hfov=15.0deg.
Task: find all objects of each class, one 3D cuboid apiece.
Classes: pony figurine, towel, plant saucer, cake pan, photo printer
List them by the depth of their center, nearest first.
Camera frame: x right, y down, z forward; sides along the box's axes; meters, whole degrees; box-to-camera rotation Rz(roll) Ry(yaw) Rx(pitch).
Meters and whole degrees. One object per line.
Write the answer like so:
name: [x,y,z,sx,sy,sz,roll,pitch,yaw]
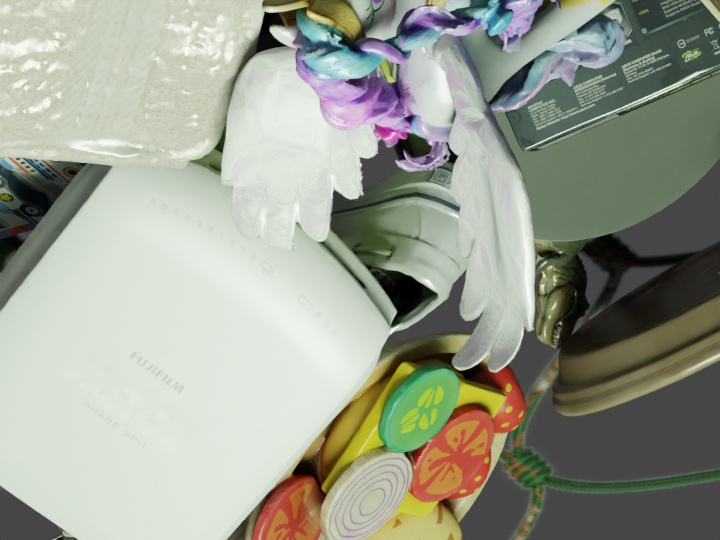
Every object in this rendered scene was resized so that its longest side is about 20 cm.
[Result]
towel: [-0.103,-0.119,1.106,0.132,0.035,0.201,1,134,-17]
pony figurine: [0.030,-0.084,1.108,0.200,0.166,0.194,-38,138,-38]
photo printer: [-0.092,0.037,1.282,0.166,0.070,0.200,36,118,-10]
cake pan: [0.109,-0.097,1.321,0.199,0.037,0.201,-11,125,-16]
plant saucer: [0.182,0.014,1.410,0.199,0.200,0.030,-28,94,15]

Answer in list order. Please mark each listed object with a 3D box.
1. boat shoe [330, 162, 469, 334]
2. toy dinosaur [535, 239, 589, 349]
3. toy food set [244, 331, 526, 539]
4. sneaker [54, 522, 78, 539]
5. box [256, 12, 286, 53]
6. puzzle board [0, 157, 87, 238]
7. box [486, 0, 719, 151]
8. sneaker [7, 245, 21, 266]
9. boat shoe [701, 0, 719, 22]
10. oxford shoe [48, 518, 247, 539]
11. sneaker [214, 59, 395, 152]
boat shoe: [0.000,0.000,1.349,0.073,0.067,0.200,31,157,-9]
toy dinosaur: [0.088,-0.044,1.404,0.088,0.048,0.201,-6,133,-16]
toy food set: [0.013,0.121,1.492,0.198,0.049,0.200,17,109,-55]
sneaker: [-0.116,0.104,1.441,0.075,0.116,0.201,7,131,6]
box: [-0.093,-0.191,1.147,0.199,0.124,0.197,13,132,-26]
puzzle board: [-0.209,-0.072,1.277,0.150,0.017,0.200,-12,142,35]
box: [0.134,-0.162,1.216,0.199,0.158,0.051,-24,178,9]
sneaker: [-0.111,0.027,1.421,0.092,0.076,0.200,-2,152,27]
boat shoe: [0.149,-0.176,1.149,0.074,0.203,0.075,-29,176,9]
oxford shoe: [-0.108,0.152,1.539,0.199,0.071,0.073,-29,129,16]
sneaker: [-0.048,-0.093,1.306,0.076,0.106,0.200,20,158,-36]
